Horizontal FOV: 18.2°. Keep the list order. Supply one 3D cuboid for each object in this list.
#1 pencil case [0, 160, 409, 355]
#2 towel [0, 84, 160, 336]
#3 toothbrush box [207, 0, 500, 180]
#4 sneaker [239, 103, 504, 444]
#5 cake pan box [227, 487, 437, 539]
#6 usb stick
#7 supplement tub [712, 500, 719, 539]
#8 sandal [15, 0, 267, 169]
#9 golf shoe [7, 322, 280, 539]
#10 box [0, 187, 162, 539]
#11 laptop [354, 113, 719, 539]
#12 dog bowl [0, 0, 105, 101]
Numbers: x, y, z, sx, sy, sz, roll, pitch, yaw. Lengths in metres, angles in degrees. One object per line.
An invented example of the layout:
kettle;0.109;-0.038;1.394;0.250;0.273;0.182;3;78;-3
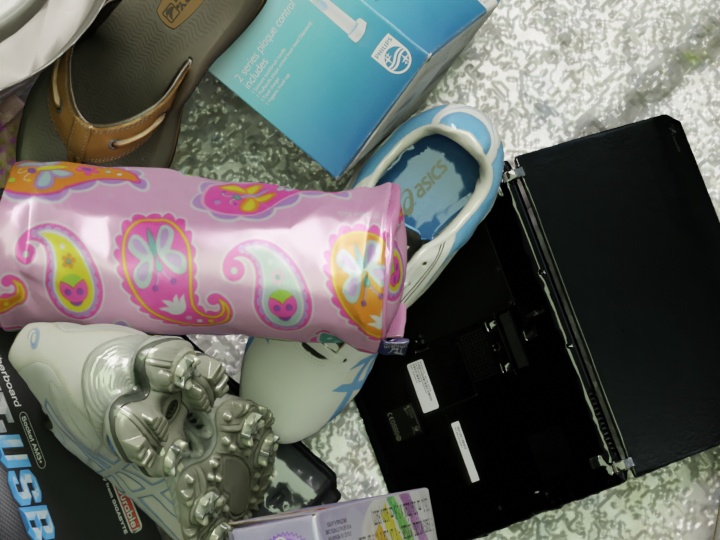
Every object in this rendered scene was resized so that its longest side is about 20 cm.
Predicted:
pencil case;-0.074;-0.004;1.060;0.198;0.087;0.088;4;82;-1
towel;-0.190;0.020;1.156;0.200;0.023;0.144;-43;89;8
toothbrush box;-0.043;-0.156;1.141;0.200;0.146;0.085;40;115;1
sneaker;0.000;0.000;1.134;0.072;0.072;0.201;36;96;8
cake pan box;0.005;0.203;1.084;0.052;0.200;0.186;-11;84;16
usb stick;-0.096;0.066;1.175;0.200;0.033;0.056;42;84;2
supplement tub;0.246;0.152;1.125;0.143;0.144;0.202;12;82;-1
sandal;-0.110;-0.090;1.077;0.082;0.055;0.200;43;120;1
golf shoe;-0.102;0.075;1.080;0.097;0.200;0.079;20;67;23
box;-0.196;0.076;1.051;0.049;0.198;0.202;-20;92;34
laptop;0.099;0.033;1.202;0.199;0.103;0.179;-23;83;20
dog bowl;-0.207;-0.160;1.029;0.198;0.059;0.202;4;71;-13
